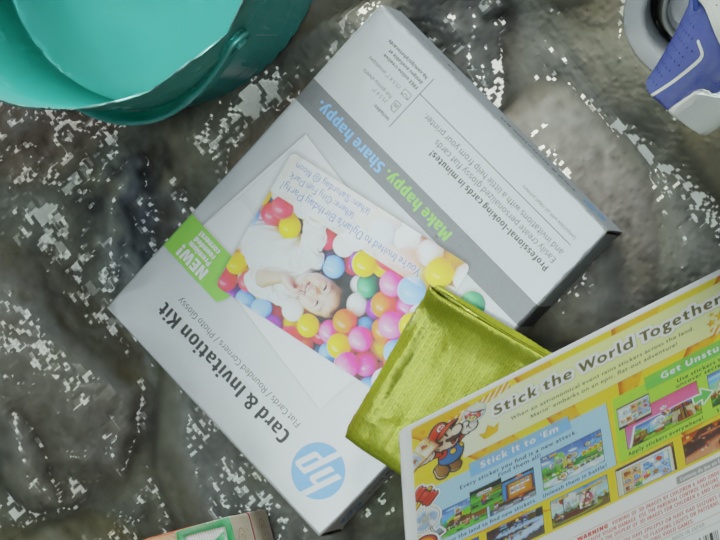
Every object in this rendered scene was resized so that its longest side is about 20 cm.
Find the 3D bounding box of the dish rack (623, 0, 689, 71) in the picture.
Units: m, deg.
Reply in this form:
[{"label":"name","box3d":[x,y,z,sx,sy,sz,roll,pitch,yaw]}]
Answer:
[{"label":"dish rack","box3d":[0.229,-0.141,1.247,0.199,0.044,0.173,20,118,4]}]

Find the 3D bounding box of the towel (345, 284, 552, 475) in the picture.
[{"label":"towel","box3d":[0.092,0.091,1.279,0.199,0.018,0.086,32,92,19]}]

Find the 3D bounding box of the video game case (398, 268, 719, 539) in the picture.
[{"label":"video game case","box3d":[0.107,0.091,1.191,0.199,0.183,0.023,-28,125,19]}]

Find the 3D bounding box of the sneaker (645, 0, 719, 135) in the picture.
[{"label":"sneaker","box3d":[0.173,-0.166,1.189,0.115,0.081,0.200,39,111,-1]}]

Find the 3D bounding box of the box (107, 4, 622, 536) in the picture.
[{"label":"box","box3d":[0.000,0.000,1.347,0.156,0.041,0.200,46,102,12]}]

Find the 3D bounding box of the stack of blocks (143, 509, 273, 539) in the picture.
[{"label":"stack of blocks","box3d":[-0.055,0.219,1.346,0.114,0.059,0.201,-16,84,15]}]

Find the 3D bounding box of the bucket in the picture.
[{"label":"bucket","box3d":[-0.117,-0.167,1.336,0.206,0.135,0.209,-1,87,16]}]
